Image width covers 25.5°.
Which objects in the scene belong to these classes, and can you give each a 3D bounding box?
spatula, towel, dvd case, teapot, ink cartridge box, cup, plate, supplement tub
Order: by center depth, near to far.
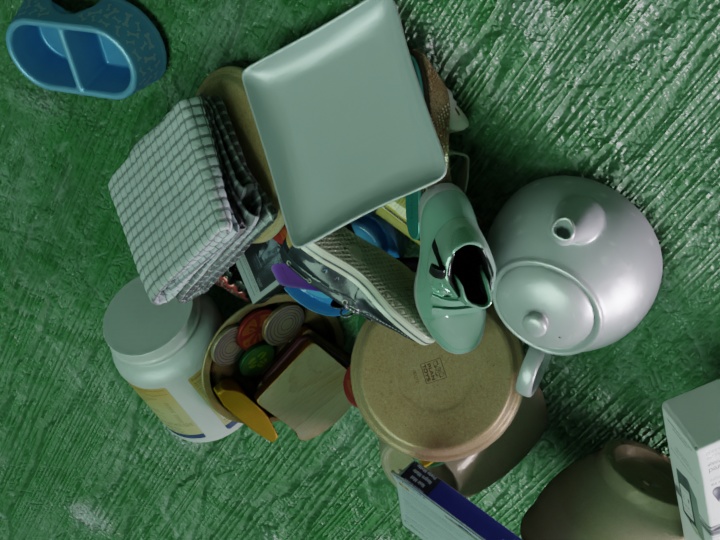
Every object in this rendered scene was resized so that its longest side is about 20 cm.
[{"bbox_3d":[-0.013,-0.149,1.600,0.199,0.032,0.202,-25,76,31],"label":"plate"},{"bbox_3d":[0.200,0.016,1.607,0.196,0.146,0.201,-16,119,44],"label":"teapot"},{"bbox_3d":[0.401,0.205,1.637,0.084,0.144,0.201,-121,11,-54],"label":"ink cartridge box"},{"bbox_3d":[0.125,0.286,1.709,0.199,0.041,0.200,35,163,18],"label":"ink cartridge box"},{"bbox_3d":[-0.183,-0.077,1.722,0.200,0.085,0.167,-41,63,46],"label":"towel"},{"bbox_3d":[0.000,0.000,1.733,0.198,0.021,0.057,-7,150,11],"label":"spatula"},{"bbox_3d":[-0.093,-0.067,1.781,0.200,0.025,0.152,-36,75,50],"label":"dvd case"},{"bbox_3d":[0.098,0.186,1.848,0.199,0.144,0.202,20,137,20],"label":"cup"},{"bbox_3d":[-0.219,0.106,1.964,0.143,0.145,0.201,8,149,29],"label":"supplement tub"}]

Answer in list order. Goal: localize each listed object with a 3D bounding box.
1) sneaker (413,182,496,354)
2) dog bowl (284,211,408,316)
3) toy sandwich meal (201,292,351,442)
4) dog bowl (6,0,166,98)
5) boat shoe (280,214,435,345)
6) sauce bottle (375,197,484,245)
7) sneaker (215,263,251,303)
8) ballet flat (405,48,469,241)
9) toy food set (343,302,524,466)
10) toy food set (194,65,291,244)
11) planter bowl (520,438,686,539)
[{"bbox_3d":[0.097,0.027,1.588,0.073,0.119,0.202,-13,127,-4],"label":"sneaker"},{"bbox_3d":[-0.018,-0.024,1.802,0.111,0.050,0.200,43,140,-8],"label":"dog bowl"},{"bbox_3d":[-0.093,0.121,1.900,0.070,0.204,0.207,50,160,50],"label":"toy sandwich meal"},{"bbox_3d":[-0.313,-0.248,1.785,0.198,0.050,0.112,11,134,28],"label":"dog bowl"},{"bbox_3d":[0.000,0.014,1.681,0.199,0.075,0.062,35,132,-11],"label":"boat shoe"},{"bbox_3d":[0.038,-0.085,1.691,0.199,0.066,0.066,38,140,0],"label":"sauce bottle"},{"bbox_3d":[-0.187,-0.026,1.906,0.200,0.071,0.098,39,147,-8],"label":"sneaker"},{"bbox_3d":[0.078,-0.128,1.617,0.071,0.065,0.202,-136,40,-61],"label":"ballet flat"},{"bbox_3d":[0.081,0.108,1.737,0.197,0.049,0.201,-35,83,7],"label":"toy food set"},{"bbox_3d":[-0.125,-0.122,1.739,0.198,0.048,0.201,49,136,30],"label":"toy food set"},{"bbox_3d":[0.295,0.274,1.776,0.199,0.200,0.136,29,112,9],"label":"planter bowl"}]
